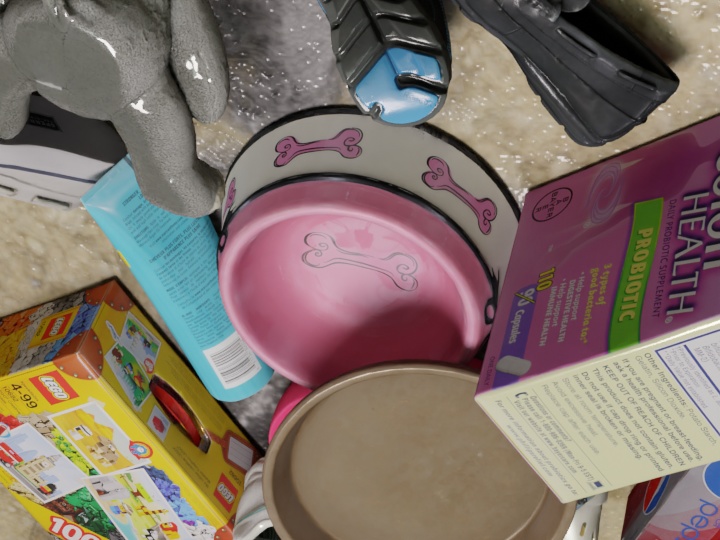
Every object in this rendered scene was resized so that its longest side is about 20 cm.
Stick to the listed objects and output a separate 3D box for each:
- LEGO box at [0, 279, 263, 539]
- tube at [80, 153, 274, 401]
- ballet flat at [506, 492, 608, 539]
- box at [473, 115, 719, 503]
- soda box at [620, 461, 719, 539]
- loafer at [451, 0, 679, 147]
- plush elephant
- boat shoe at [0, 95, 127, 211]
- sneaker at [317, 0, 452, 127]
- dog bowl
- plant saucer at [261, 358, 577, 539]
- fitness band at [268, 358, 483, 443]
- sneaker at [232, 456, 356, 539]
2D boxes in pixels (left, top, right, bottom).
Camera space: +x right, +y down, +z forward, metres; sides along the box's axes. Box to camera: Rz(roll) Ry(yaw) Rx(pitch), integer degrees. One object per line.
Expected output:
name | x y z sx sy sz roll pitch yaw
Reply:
LEGO box | -0.183 0.117 1.359 0.148 0.077 0.200 -17 125 32
tube | -0.112 0.002 1.235 0.050 0.078 0.200 16 144 38
ballet flat | 0.118 0.183 1.284 0.074 0.074 0.200 38 108 -18
box | 0.183 0.013 1.067 0.199 0.176 0.097 -20 124 33
soda box | 0.235 0.126 1.232 0.063 0.070 0.200 23 135 -3
loafer | 0.096 -0.151 1.023 0.070 0.068 0.201 -31 120 25
plush elephant | -0.129 -0.159 1.041 0.164 0.155 0.200 18 144 14
boat shoe | -0.230 -0.076 1.140 0.066 0.072 0.200 -47 150 23
sneaker | -0.006 -0.176 1.024 0.073 0.082 0.201 -16 104 13
dog bowl | 0.000 0.000 1.190 0.199 0.074 0.201 10 135 10
plant saucer | 0.038 0.131 1.209 0.199 0.030 0.201 2 125 3
fitness band | 0.033 0.119 1.320 0.199 0.037 0.144 -10 126 25
sneaker | 0.004 0.167 1.295 0.199 0.080 0.071 -10 124 25
